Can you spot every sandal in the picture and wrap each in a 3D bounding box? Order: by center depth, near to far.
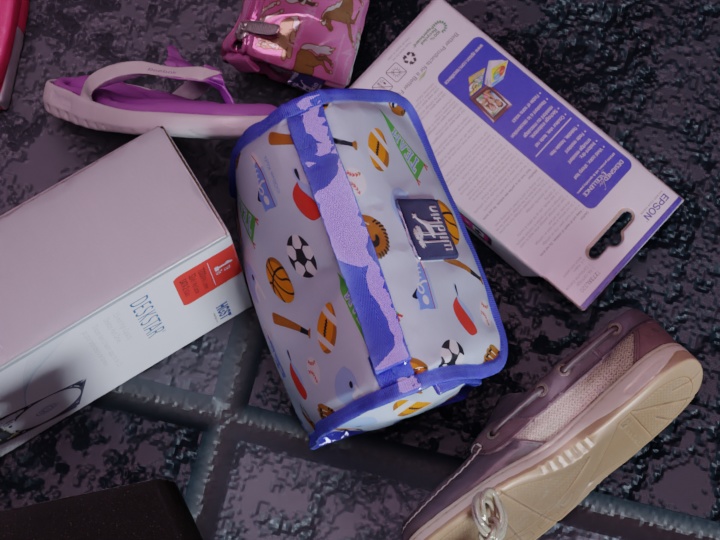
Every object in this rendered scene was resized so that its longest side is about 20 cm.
[{"bbox_3d":[-0.121,-0.106,1.099,0.202,0.082,0.050,11,104,44],"label":"sandal"}]

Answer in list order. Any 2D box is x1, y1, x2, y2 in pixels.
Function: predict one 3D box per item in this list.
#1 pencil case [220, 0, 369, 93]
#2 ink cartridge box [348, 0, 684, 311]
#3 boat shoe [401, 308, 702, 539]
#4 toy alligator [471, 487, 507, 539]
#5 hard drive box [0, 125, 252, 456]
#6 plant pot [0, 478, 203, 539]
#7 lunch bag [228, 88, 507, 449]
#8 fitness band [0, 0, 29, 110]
[{"bbox_3d":[-0.023,-0.209,1.133,0.082,0.087,0.201,15,100,-2],"label":"pencil case"},{"bbox_3d":[0.089,-0.069,1.151,0.200,0.037,0.095,41,79,14],"label":"ink cartridge box"},{"bbox_3d":[0.102,0.099,1.089,0.200,0.072,0.065,-39,52,4],"label":"boat shoe"},{"bbox_3d":[0.076,0.221,1.051,0.054,0.059,0.201,-16,88,41],"label":"toy alligator"},{"bbox_3d":[-0.170,0.020,1.073,0.199,0.156,0.077,-32,76,-6],"label":"hard drive box"},{"bbox_3d":[-0.141,0.224,1.004,0.199,0.200,0.178,-11,63,-1],"label":"plant pot"},{"bbox_3d":[0.000,0.000,1.040,0.123,0.200,0.171,-20,81,-3],"label":"lunch bag"},{"bbox_3d":[-0.283,-0.162,1.190,0.143,0.037,0.201,6,73,4],"label":"fitness band"}]
